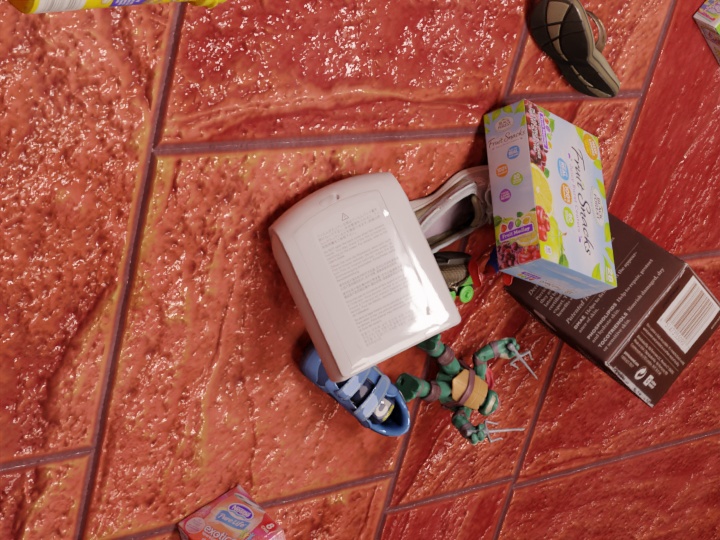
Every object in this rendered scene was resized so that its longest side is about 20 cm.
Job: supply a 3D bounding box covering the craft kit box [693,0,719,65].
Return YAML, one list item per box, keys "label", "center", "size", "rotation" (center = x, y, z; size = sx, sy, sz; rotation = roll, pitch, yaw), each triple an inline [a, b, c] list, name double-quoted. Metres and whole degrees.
- label: "craft kit box"
  center: [0.548, -0.350, 2.035]
  size: [0.200, 0.048, 0.198]
  rotation: [-50, 142, -3]

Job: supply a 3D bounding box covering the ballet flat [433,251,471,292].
- label: "ballet flat"
  center: [0.048, 0.009, 1.791]
  size: [0.199, 0.067, 0.047]
  rotation: [-7, 107, -34]

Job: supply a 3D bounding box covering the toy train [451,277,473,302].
- label: "toy train"
  center: [0.062, 0.022, 1.855]
  size: [0.199, 0.042, 0.057]
  rotation: [-10, 115, -38]

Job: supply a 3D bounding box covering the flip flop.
- label: "flip flop"
  center: [0.262, -0.272, 1.806]
  size: [0.200, 0.081, 0.058]
  rotation: [43, 69, -51]

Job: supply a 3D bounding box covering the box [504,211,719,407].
- label: "box"
  center: [0.335, 0.040, 1.996]
  size: [0.164, 0.200, 0.166]
  rotation: [-52, 139, 0]

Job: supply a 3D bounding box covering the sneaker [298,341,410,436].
- label: "sneaker"
  center: [-0.001, 0.139, 1.848]
  size: [0.074, 0.082, 0.200]
  rotation: [-48, 139, -1]

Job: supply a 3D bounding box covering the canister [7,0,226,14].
- label: "canister"
  center: [-0.209, -0.301, 1.335]
  size: [0.199, 0.086, 0.149]
  rotation: [-12, 125, -35]

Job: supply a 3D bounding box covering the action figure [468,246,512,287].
- label: "action figure"
  center: [0.187, -0.052, 1.878]
  size: [0.200, 0.065, 0.100]
  rotation: [-33, 118, -64]

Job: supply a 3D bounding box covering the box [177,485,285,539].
- label: "box"
  center: [-0.143, 0.378, 1.871]
  size: [0.094, 0.103, 0.201]
  rotation: [-30, 134, -24]

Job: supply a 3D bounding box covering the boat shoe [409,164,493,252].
- label: "boat shoe"
  center: [0.112, -0.065, 1.818]
  size: [0.201, 0.065, 0.075]
  rotation: [-23, 132, -29]

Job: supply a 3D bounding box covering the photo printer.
- label: "photo printer"
  center: [0.000, 0.000, 1.689]
  size: [0.166, 0.069, 0.201]
  rotation: [-26, 94, -14]

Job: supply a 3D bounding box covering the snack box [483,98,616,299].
- label: "snack box"
  center: [0.227, -0.082, 1.824]
  size: [0.168, 0.067, 0.201]
  rotation: [19, 61, -47]

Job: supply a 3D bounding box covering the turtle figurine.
- label: "turtle figurine"
  center: [0.138, 0.152, 1.968]
  size: [0.200, 0.100, 0.150]
  rotation: [27, 64, -36]
